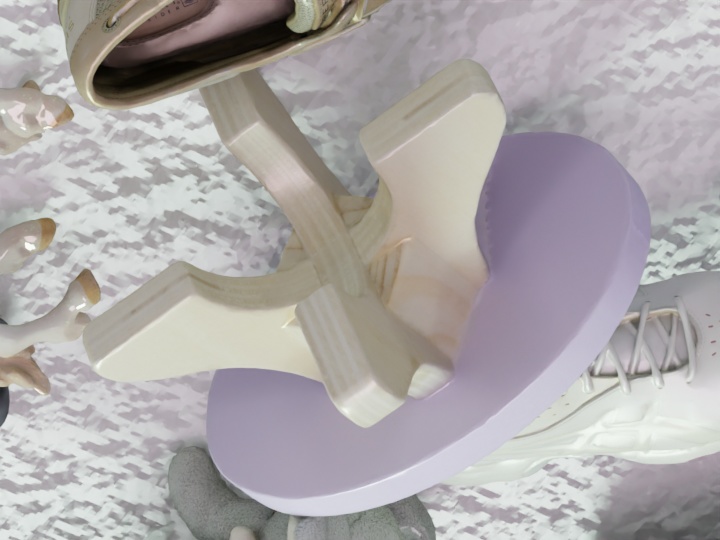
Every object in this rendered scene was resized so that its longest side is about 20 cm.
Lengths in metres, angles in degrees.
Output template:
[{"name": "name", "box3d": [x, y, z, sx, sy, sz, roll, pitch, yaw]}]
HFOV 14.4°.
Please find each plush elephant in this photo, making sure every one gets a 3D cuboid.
[{"name": "plush elephant", "box3d": [-0.045, 0.146, 1.210, 0.199, 0.155, 0.165, 17, 173, 17]}]

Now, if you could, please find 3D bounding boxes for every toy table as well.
[{"name": "toy table", "box3d": [0.000, 0.000, 1.096, 0.200, 0.184, 0.117, -44, 139, 6]}]

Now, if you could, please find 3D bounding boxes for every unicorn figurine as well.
[{"name": "unicorn figurine", "box3d": [-0.177, -0.026, 1.088, 0.137, 0.074, 0.201, -20, 106, -23]}]

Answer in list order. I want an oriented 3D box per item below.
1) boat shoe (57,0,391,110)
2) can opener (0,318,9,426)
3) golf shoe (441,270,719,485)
[{"name": "boat shoe", "box3d": [-0.017, -0.114, 1.061, 0.199, 0.065, 0.072, -21, 127, 4]}, {"name": "can opener", "box3d": [-0.239, 0.049, 1.146, 0.199, 0.067, 0.053, 3, 126, -11]}, {"name": "golf shoe", "box3d": [0.092, 0.042, 1.154, 0.199, 0.076, 0.091, -17, 163, 20]}]
